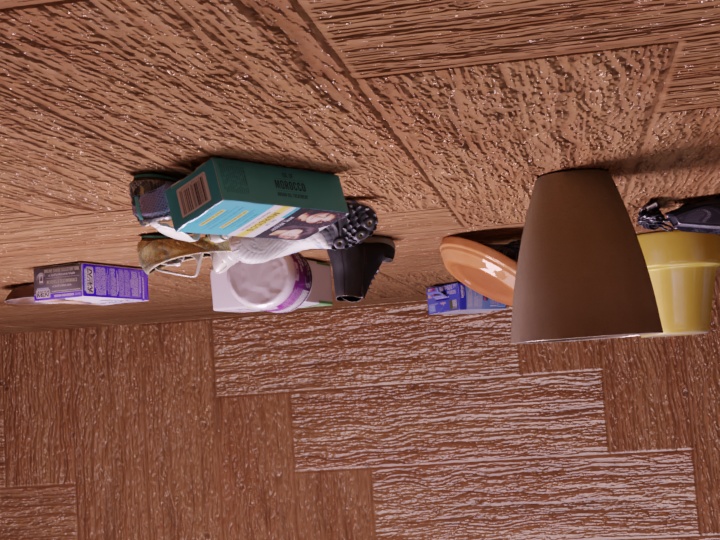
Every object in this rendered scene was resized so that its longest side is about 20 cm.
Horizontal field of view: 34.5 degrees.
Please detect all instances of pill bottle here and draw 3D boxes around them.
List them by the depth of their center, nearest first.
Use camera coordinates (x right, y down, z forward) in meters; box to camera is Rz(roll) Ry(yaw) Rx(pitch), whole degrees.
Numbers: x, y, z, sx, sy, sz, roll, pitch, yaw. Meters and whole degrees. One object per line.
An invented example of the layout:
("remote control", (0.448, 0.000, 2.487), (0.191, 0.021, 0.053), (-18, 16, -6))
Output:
("pill bottle", (-0.140, 0.012, 1.913), (0.111, 0.114, 0.200), (-5, 175, 10))

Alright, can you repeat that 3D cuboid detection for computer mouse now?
("computer mouse", (0.514, -0.085, 1.729), (0.197, 0.054, 0.138), (6, 176, 16))

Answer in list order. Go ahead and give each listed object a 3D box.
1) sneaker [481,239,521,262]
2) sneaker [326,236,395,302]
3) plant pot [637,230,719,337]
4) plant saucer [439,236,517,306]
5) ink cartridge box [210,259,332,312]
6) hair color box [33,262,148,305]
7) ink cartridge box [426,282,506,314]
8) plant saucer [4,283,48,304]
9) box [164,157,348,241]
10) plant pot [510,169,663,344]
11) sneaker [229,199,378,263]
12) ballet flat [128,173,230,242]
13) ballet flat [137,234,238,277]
("sneaker", (0.286, -0.019, 2.077), (0.085, 0.077, 0.199), (-45, -144, -19))
("sneaker", (0.000, 0.000, 1.907), (0.074, 0.108, 0.199), (-7, 174, 27))
("plant pot", (0.589, 0.028, 2.211), (0.198, 0.192, 0.201), (-3, 174, 0))
("plant saucer", (0.221, 0.008, 2.004), (0.198, 0.038, 0.200), (28, 167, 7))
("ink cartridge box", (-0.171, 0.032, 2.241), (0.197, 0.085, 0.145), (-5, 174, 20))
("hair color box", (-0.479, 0.026, 2.080), (0.108, 0.066, 0.199), (-6, 173, 24))
("ink cartridge box", (0.267, 0.074, 3.055), (0.198, 0.078, 0.136), (-2, 174, -35))
("plant saucer", (-0.617, 0.045, 2.346), (0.197, 0.033, 0.200), (-4, 174, 0))
("box", (-0.109, -0.074, 1.256), (0.082, 0.050, 0.199), (-28, 161, 36))
("plant pot", (0.268, -0.016, 1.427), (0.184, 0.203, 0.187), (-5, 175, 0))
("sneaker", (-0.075, -0.059, 1.522), (0.197, 0.073, 0.073), (-11, -152, 4))
("ballet flat", (-0.176, -0.065, 1.300), (0.071, 0.073, 0.199), (-8, 173, 41))
("ballet flat", (-0.230, -0.024, 1.705), (0.197, 0.072, 0.071), (-5, 175, 5))
